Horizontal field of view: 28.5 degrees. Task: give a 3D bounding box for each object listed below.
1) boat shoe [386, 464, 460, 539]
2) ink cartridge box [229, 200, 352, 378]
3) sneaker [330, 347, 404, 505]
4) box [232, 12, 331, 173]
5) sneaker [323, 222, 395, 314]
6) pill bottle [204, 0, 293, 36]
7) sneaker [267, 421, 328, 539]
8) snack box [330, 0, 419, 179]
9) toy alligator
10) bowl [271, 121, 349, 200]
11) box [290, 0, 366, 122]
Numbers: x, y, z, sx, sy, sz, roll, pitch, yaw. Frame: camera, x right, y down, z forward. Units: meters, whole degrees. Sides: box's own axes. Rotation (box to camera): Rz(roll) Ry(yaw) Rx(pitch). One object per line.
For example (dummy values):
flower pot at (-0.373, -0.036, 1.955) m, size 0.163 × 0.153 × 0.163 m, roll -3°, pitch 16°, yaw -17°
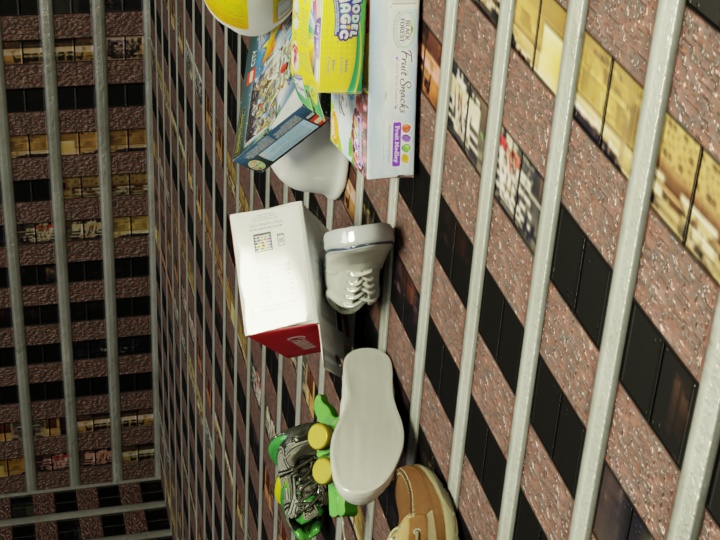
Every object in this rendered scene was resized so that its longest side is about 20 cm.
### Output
boat shoe at (0.052, 0.259, 1.272) m, size 0.201 × 0.073 × 0.076 m, roll -107°, pitch 19°, yaw -48°
ink cartridge box at (-0.069, 0.036, 1.545) m, size 0.200 × 0.083 × 0.177 m, roll 47°, pitch -146°, yaw -75°
sneaker at (0.006, 0.186, 1.426) m, size 0.201 × 0.073 × 0.116 m, roll -83°, pitch -3°, yaw -53°
box at (-0.075, -0.220, 1.504) m, size 0.136 × 0.037 × 0.202 m, roll -31°, pitch 45°, yaw 48°
sneaker at (0.000, 0.000, 1.431) m, size 0.200 × 0.072 × 0.072 m, roll 104°, pitch 157°, yaw -79°
pill bottle at (-0.111, -0.302, 1.414) m, size 0.200 × 0.103 × 0.105 m, roll 108°, pitch 155°, yaw -79°
sneaker at (-0.067, 0.266, 1.800) m, size 0.201 × 0.077 × 0.086 m, roll 87°, pitch 162°, yaw -47°
snack box at (0.012, -0.202, 1.332) m, size 0.142 × 0.052 × 0.202 m, roll -125°, pitch 34°, yaw -66°
toy alligator at (-0.015, 0.232, 1.599) m, size 0.054 × 0.059 × 0.202 m, roll -22°, pitch 68°, yaw 33°
bowl at (-0.077, -0.178, 1.630) m, size 0.201 × 0.089 × 0.203 m, roll 176°, pitch 90°, yaw -76°
box at (-0.029, -0.243, 1.284) m, size 0.117 × 0.048 × 0.202 m, roll -130°, pitch 43°, yaw -67°
